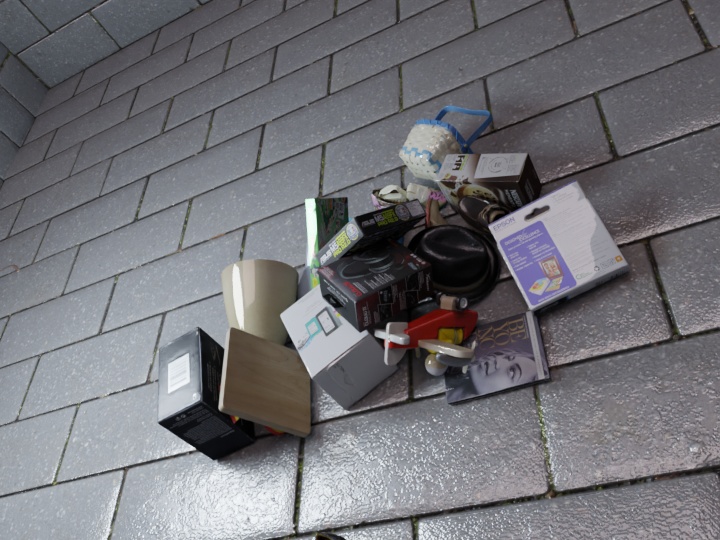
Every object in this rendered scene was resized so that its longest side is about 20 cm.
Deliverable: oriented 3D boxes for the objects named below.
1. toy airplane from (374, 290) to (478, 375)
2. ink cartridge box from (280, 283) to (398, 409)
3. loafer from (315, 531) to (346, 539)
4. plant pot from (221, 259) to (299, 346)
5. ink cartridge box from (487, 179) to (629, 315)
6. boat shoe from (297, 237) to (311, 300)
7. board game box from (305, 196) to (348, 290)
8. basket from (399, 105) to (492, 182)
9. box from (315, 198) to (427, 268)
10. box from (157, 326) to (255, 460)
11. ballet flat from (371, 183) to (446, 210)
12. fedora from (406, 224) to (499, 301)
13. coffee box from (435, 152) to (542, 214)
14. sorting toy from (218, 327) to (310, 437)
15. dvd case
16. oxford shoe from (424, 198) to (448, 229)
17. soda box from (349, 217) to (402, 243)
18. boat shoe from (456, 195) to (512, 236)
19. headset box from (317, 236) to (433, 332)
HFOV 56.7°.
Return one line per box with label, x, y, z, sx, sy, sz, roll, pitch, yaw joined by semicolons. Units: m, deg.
toy airplane;0.126;0.138;1.263;0.196;0.143;0.200;-11;16;14
ink cartridge box;-0.045;0.149;1.387;0.145;0.147;0.201;-37;44;1
loafer;-0.016;0.521;1.119;0.073;0.072;0.199;-47;44;-10
plant pot;-0.232;0.106;1.548;0.185;0.187;0.203;-16;63;23
ink cartridge box;0.375;-0.044;1.284;0.196;0.047;0.202;-26;60;9
boat shoe;-0.091;0.004;1.579;0.074;0.085;0.205;13;98;42
board game box;-0.069;-0.063;1.512;0.029;0.134;0.204;1;97;32
basket;0.201;-0.310;1.592;0.201;0.139;0.176;-53;34;-6
box;0.023;-0.074;1.395;0.160;0.198;0.045;-40;76;47
box;-0.333;0.269;1.447;0.116;0.200;0.198;-27;44;11
ballet flat;0.109;-0.177;1.600;0.198;0.071;0.070;1;55;34
fedora;0.188;-0.032;1.361;0.197;0.092;0.204;-2;64;3
coffee box;0.281;-0.190;1.463;0.198;0.113;0.081;6;59;38
sorting toy;-0.206;0.246;1.399;0.070;0.198;0.201;-46;32;33
dvd case;0.250;0.164;1.267;0.197;0.016;0.150;-19;47;21
oxford shoe;0.182;-0.079;1.484;0.074;0.071;0.203;-6;57;6
soda box;0.002;-0.086;1.594;0.197;0.068;0.065;-5;67;32
boat shoe;0.284;-0.109;1.392;0.199;0.073;0.075;34;79;29
headset box;0.021;0.027;1.308;0.198;0.078;0.149;-24;36;-23
